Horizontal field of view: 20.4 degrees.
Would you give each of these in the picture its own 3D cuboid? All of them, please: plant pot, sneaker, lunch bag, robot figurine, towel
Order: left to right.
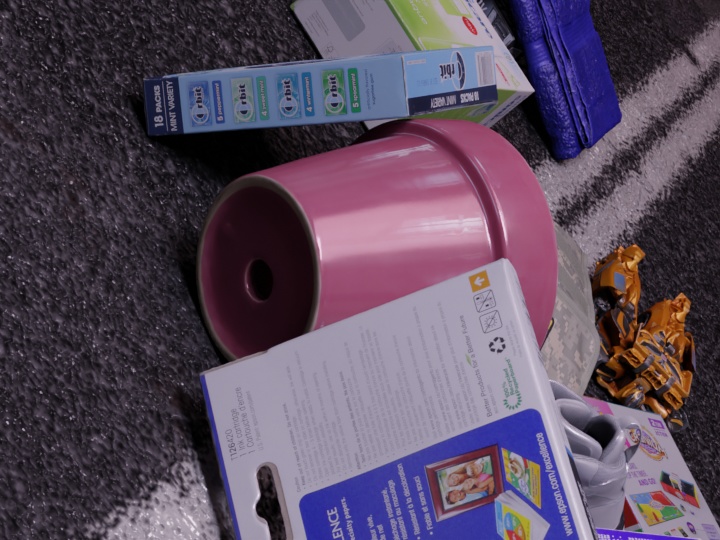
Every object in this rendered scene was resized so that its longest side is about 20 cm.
[{"bbox_3d":[0.000,0.000,1.304,0.178,0.200,0.201,-3,57,-43],"label":"plant pot"},{"bbox_3d":[0.080,0.124,1.257,0.198,0.115,0.075,5,42,-9],"label":"sneaker"},{"bbox_3d":[0.096,0.024,1.507,0.164,0.117,0.201,43,29,-28],"label":"lunch bag"},{"bbox_3d":[0.213,-0.225,2.023,0.148,0.049,0.201,-37,113,-54],"label":"towel"},{"bbox_3d":[0.252,0.062,1.797,0.145,0.058,0.200,44,25,-16],"label":"robot figurine"}]

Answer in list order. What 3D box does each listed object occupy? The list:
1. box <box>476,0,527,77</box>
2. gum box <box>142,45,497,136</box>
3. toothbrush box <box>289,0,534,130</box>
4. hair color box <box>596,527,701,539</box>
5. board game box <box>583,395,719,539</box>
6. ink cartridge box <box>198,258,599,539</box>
[{"bbox_3d":[0.136,-0.292,2.085,0.157,0.050,0.201,9,49,-58],"label":"box"},{"bbox_3d":[-0.025,-0.127,1.411,0.170,0.199,0.045,-19,104,-64],"label":"gum box"},{"bbox_3d":[0.049,-0.194,1.759,0.146,0.086,0.200,58,24,13],"label":"toothbrush box"},{"bbox_3d":[0.111,0.204,1.229,0.199,0.109,0.065,12,55,-33],"label":"hair color box"},{"bbox_3d":[0.235,0.200,1.601,0.153,0.040,0.201,17,42,-52],"label":"board game box"},{"bbox_3d":[0.022,0.116,1.152,0.047,0.199,0.199,46,25,-59],"label":"ink cartridge box"}]
